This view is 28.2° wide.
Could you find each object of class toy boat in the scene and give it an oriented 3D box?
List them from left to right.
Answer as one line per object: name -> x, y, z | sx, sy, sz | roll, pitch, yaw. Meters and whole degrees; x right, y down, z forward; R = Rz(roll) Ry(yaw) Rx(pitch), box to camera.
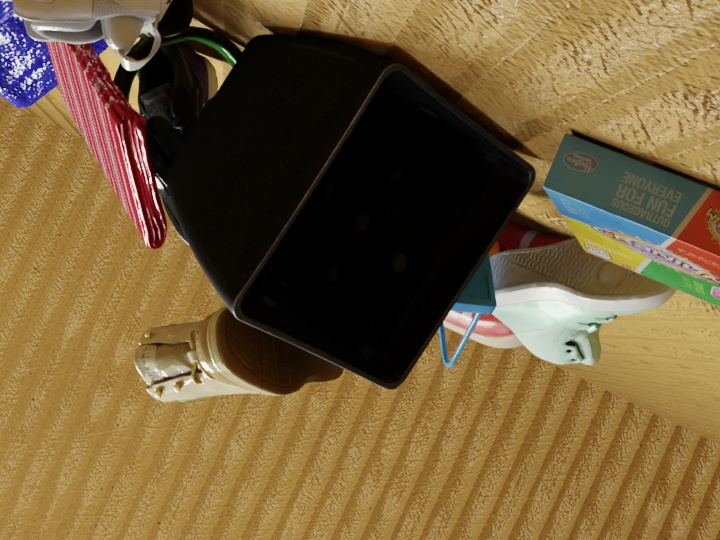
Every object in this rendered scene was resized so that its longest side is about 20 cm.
toy boat -> 0.115, -0.018, 1.380 | 0.199, 0.131, 0.132 | 23, 147, 34

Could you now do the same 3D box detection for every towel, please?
towel -> -0.338, -0.224, 1.307 | 0.147, 0.050, 0.199 | -25, 147, 30
towel -> -0.205, -0.126, 1.126 | 0.201, 0.022, 0.146 | 55, 160, 35

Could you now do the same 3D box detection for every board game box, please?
board game box -> 0.217, -0.025, 1.002 | 0.152, 0.041, 0.200 | 24, 176, 21

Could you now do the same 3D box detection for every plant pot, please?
plant pot -> -0.027, -0.062, 1.066 | 0.177, 0.201, 0.199 | 37, -175, 41

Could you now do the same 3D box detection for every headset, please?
headset -> -0.130, -0.098, 1.173 | 0.122, 0.202, 0.094 | -19, -159, -21

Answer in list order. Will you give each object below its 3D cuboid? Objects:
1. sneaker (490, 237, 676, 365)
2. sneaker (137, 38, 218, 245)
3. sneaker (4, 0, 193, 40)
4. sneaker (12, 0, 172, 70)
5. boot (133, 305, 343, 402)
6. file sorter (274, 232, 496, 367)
sneaker -> 0.205, 0.030, 1.236 | 0.199, 0.074, 0.118 | -3, 141, 45
sneaker -> -0.164, -0.116, 1.255 | 0.075, 0.202, 0.087 | -22, 155, 16
sneaker -> -0.196, -0.215, 0.999 | 0.114, 0.077, 0.199 | 10, 175, 43
sneaker -> -0.168, -0.187, 0.721 | 0.198, 0.116, 0.075 | 26, 176, -7
boot -> -0.117, 0.066, 1.124 | 0.154, 0.074, 0.200 | -7, 176, 23
file sorter -> 0.000, 0.000, 1.258 | 0.197, 0.140, 0.123 | 6, 142, -14
